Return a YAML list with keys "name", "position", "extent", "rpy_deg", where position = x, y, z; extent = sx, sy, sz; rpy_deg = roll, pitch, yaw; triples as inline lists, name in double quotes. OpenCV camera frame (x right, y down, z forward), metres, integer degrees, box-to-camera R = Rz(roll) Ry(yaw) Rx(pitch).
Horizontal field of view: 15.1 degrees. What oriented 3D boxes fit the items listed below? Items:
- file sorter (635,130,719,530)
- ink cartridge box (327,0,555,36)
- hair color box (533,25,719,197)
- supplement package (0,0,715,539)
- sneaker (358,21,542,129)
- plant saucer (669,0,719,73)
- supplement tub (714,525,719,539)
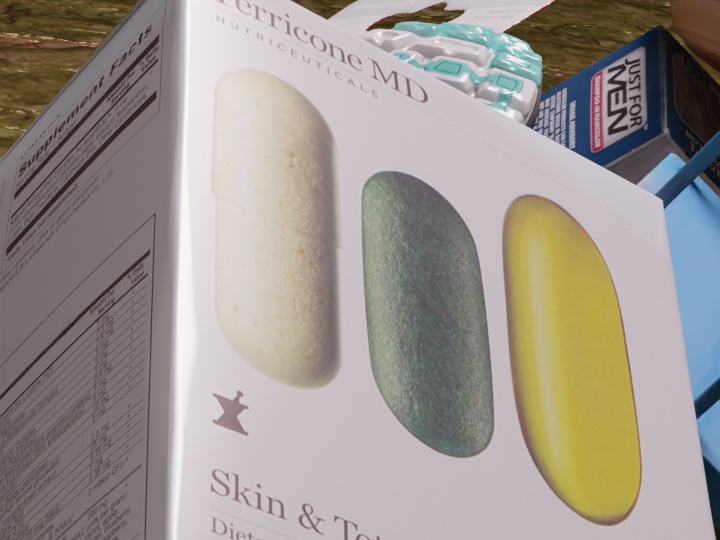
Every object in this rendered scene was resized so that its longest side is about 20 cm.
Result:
- name: "file sorter"
  position: [0.169, 0.025, 0.750]
  extent: [0.200, 0.123, 0.139]
  rpy_deg: [46, 28, 3]
- name: "ink cartridge box"
  position: [-0.025, -0.033, 1.001]
  extent: [0.200, 0.047, 0.160]
  rpy_deg: [-38, 21, -23]
- name: "hair color box"
  position: [0.057, 0.007, 0.968]
  extent: [0.100, 0.200, 0.061]
  rpy_deg: [42, 35, -30]
- name: "supplement package"
  position: [-0.022, 0.066, 0.628]
  extent: [0.152, 0.151, 0.200]
  rpy_deg: [26, 39, -26]
- name: "sneaker"
  position: [0.000, 0.000, 0.889]
  extent: [0.078, 0.091, 0.200]
  rpy_deg: [20, 53, 21]
- name: "plant saucer"
  position: [0.182, -0.049, 0.901]
  extent: [0.200, 0.032, 0.200]
  rpy_deg: [31, 4, -3]
- name: "supplement tub"
  position: [0.064, 0.079, 0.860]
  extent: [0.122, 0.123, 0.200]
  rpy_deg: [12, -4, 16]
